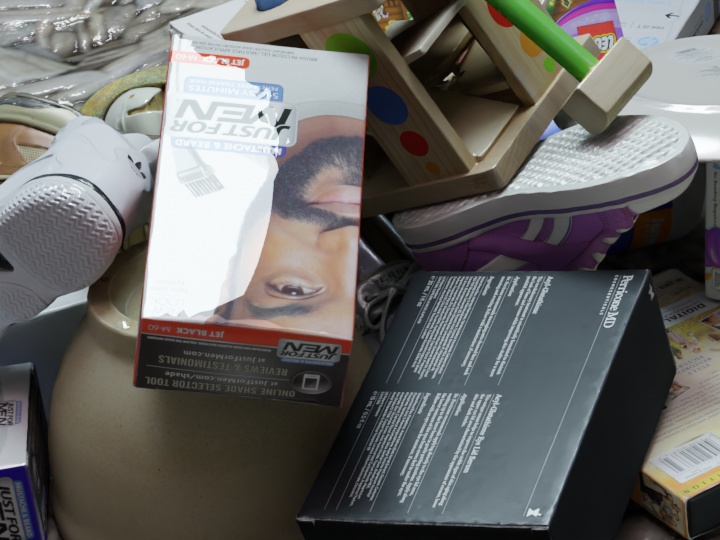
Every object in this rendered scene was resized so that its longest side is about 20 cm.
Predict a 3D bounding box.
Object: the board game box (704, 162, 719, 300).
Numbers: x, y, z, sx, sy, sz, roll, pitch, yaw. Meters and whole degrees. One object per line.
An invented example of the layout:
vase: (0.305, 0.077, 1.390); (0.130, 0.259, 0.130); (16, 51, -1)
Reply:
board game box: (0.295, -0.054, 1.729); (0.103, 0.105, 0.200); (14, 28, 34)

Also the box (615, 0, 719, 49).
box: (0.161, -0.174, 2.053); (0.156, 0.041, 0.200); (5, 32, 22)

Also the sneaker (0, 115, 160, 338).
sneaker: (-0.187, -0.019, 1.652); (0.200, 0.075, 0.115); (-24, 17, 38)

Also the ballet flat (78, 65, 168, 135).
ballet flat: (-0.096, -0.089, 1.766); (0.200, 0.071, 0.071); (-5, 29, 23)

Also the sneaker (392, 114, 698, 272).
sneaker: (0.124, -0.016, 1.645); (0.200, 0.114, 0.073); (-15, 26, 44)

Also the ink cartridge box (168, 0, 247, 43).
ink cartridge box: (-0.008, -0.113, 1.886); (0.200, 0.146, 0.084); (-22, 31, -23)

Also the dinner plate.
dinner plate: (0.209, -0.106, 1.705); (0.200, 0.024, 0.200); (-4, 21, 2)

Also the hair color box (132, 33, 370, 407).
hair color box: (-0.055, -0.029, 1.554); (0.111, 0.064, 0.200); (6, 51, -4)

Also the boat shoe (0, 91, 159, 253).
boat shoe: (-0.136, -0.040, 1.724); (0.200, 0.076, 0.074); (17, 72, 20)

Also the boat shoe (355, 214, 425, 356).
boat shoe: (0.001, -0.001, 1.758); (0.074, 0.065, 0.202); (-20, 45, -20)

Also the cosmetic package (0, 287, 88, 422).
cosmetic package: (-0.160, 0.021, 1.761); (0.200, 0.081, 0.113); (-16, 33, -14)

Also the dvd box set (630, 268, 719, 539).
dvd box set: (0.179, 0.070, 1.646); (0.146, 0.029, 0.200); (-23, 33, -25)

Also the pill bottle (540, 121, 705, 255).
pill bottle: (0.143, -0.064, 1.802); (0.199, 0.112, 0.112); (-12, 31, -8)

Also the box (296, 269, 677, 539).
box: (0.071, 0.090, 1.556); (0.141, 0.079, 0.200); (-2, 39, 27)

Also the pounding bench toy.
pounding bench toy: (0.049, -0.140, 1.643); (0.200, 0.156, 0.124); (-11, 33, 47)

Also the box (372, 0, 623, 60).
box: (0.059, -0.170, 1.824); (0.200, 0.137, 0.039); (-12, -4, -22)

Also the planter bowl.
planter bowl: (-0.082, 0.060, 1.625); (0.200, 0.135, 0.200); (-6, 30, 4)

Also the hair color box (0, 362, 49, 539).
hair color box: (-0.275, 0.116, 1.646); (0.199, 0.065, 0.109); (-9, 30, 1)
